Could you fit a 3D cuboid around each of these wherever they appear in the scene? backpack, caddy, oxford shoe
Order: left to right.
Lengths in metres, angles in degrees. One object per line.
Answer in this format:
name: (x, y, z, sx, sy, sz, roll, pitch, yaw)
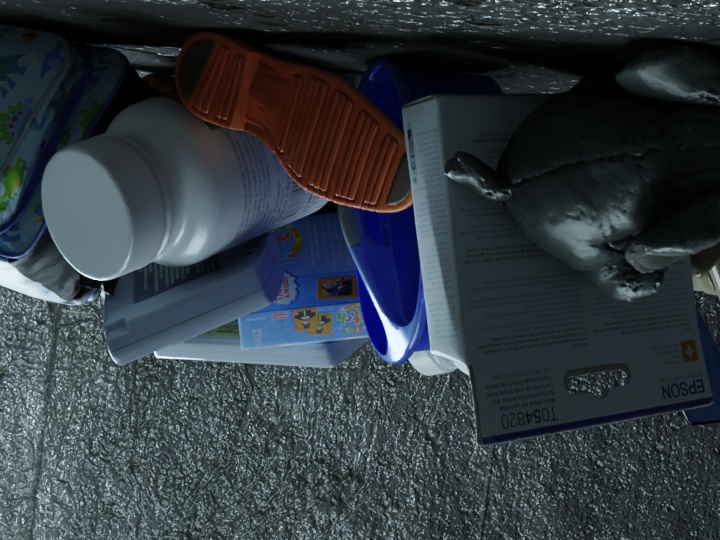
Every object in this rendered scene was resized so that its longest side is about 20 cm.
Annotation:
backpack: (-0.256, -0.090, 1.132, 0.198, 0.185, 0.147, 12, 160, 38)
oxford shoe: (-0.026, -0.098, 0.979, 0.199, 0.072, 0.073, 35, -158, 30)
caddy: (0.036, -0.040, 1.016, 0.104, 0.202, 0.142, -1, 157, -16)

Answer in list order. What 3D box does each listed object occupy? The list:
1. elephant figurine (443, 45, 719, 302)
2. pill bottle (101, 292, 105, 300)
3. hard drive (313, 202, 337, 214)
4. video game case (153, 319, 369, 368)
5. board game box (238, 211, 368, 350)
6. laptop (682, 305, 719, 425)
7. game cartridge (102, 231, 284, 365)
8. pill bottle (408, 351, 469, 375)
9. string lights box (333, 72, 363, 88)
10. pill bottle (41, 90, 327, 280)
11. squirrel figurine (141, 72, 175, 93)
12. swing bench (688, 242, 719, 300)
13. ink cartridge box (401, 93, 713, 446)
elephant figurine: (0.181, -0.064, 0.843, 0.142, 0.155, 0.199, 52, 150, -18)
pill bottle: (-0.154, -0.054, 1.409, 0.114, 0.202, 0.116, 18, 155, 9)
hard drive: (-0.049, -0.087, 1.423, 0.042, 0.136, 0.200, 27, 175, -15)
video game case: (-0.047, 0.028, 1.296, 0.198, 0.022, 0.182, 0, -155, 39)
board game box: (0.000, 0.000, 1.228, 0.197, 0.037, 0.152, -5, -150, -4)
laptop: (0.305, 0.013, 1.330, 0.115, 0.202, 0.187, 30, -169, 27)
game cartridge: (-0.122, 0.006, 1.138, 0.132, 0.042, 0.200, -19, -164, -3)
pill bottle: (0.136, 0.034, 1.385, 0.198, 0.114, 0.112, -16, 168, 31)
string lights box: (0.020, -0.109, 1.216, 0.102, 0.060, 0.199, 8, -179, 40)
pill bottle: (-0.114, -0.066, 1.063, 0.113, 0.116, 0.199, 8, -157, 39)
squirrel figurine: (-0.113, -0.108, 1.265, 0.198, 0.143, 0.186, -9, 178, -30)
swing bench: (0.217, -0.033, 1.138, 0.197, 0.201, 0.130, 6, 138, 39)
ink cartridge box: (0.122, -0.006, 0.942, 0.198, 0.203, 0.040, -4, 176, -35)
